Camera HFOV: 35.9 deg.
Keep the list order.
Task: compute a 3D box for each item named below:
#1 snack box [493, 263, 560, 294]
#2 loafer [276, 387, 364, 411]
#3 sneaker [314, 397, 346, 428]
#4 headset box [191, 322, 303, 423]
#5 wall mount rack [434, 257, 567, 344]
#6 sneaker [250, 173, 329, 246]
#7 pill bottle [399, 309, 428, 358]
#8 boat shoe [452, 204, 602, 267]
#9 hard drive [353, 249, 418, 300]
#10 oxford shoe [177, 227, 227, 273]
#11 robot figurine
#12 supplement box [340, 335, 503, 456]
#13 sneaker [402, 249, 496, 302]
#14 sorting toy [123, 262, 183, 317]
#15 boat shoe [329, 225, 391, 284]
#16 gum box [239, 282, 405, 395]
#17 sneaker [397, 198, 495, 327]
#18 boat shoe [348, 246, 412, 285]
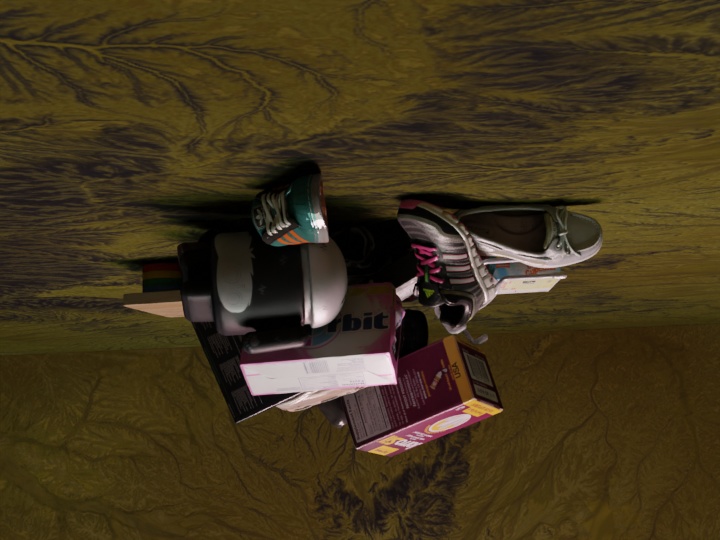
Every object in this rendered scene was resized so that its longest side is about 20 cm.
[{"bbox_3d":[0.284,0.012,1.955,0.115,0.038,0.200,-3,172,2],"label":"snack box"},{"bbox_3d":[-0.036,0.148,1.578,0.198,0.072,0.063,-21,147,11],"label":"loafer"},{"bbox_3d":[-0.091,0.160,1.689,0.090,0.201,0.076,-28,166,-35],"label":"sneaker"},{"bbox_3d":[-0.107,0.084,1.507,0.198,0.176,0.093,-26,176,9],"label":"headset box"},{"bbox_3d":[0.198,0.027,1.591,0.174,0.075,0.200,-43,157,9],"label":"wall mount rack"},{"bbox_3d":[-0.078,-0.058,1.201,0.079,0.072,0.200,-6,174,-7],"label":"sneaker"},{"bbox_3d":[-0.005,0.093,1.651,0.198,0.113,0.112,6,170,-20],"label":"pill bottle"},{"bbox_3d":[0.207,-0.048,1.379,0.199,0.075,0.065,7,171,-5],"label":"boat shoe"},{"bbox_3d":[0.075,0.001,1.505,0.199,0.038,0.140,-29,171,-1],"label":"hard drive"},{"bbox_3d":[-0.167,-0.027,1.462,0.071,0.073,0.200,-28,179,27],"label":"oxford shoe"},{"bbox_3d":[-0.114,0.015,1.327,0.198,0.152,0.125,-4,-174,-6],"label":"robot figurine"},{"bbox_3d":[0.089,0.188,1.636,0.199,0.104,0.131,-26,157,20],"label":"supplement box"},{"bbox_3d":[0.096,-0.010,1.650,0.198,0.080,0.095,-16,162,20],"label":"sneaker"},{"bbox_3d":[-0.248,0.026,1.770,0.198,0.070,0.199,-4,172,11],"label":"sorting toy"},{"bbox_3d":[-0.011,-0.028,1.472,0.068,0.072,0.199,-45,159,31],"label":"boat shoe"},{"bbox_3d":[-0.043,0.084,1.387,0.198,0.114,0.066,-5,138,9],"label":"gum box"},{"bbox_3d":[0.096,-0.002,1.352,0.073,0.088,0.200,14,151,43],"label":"sneaker"},{"bbox_3d":[0.000,0.000,1.649,0.060,0.075,0.199,15,167,-43],"label":"boat shoe"}]
